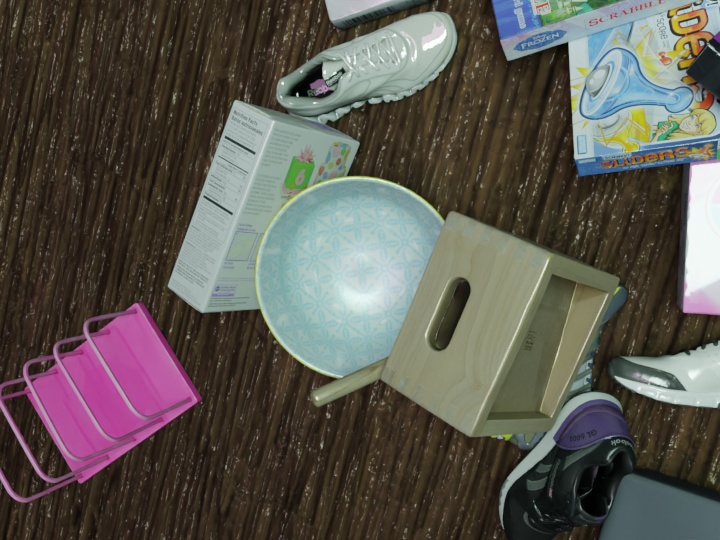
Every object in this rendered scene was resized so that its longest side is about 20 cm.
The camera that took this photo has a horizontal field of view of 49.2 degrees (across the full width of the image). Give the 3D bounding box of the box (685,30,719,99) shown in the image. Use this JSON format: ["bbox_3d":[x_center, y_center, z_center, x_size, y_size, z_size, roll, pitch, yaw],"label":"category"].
[{"bbox_3d":[0.372,-0.168,0.651,0.143,0.200,0.036,43,146,12],"label":"box"}]

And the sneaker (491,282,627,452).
[{"bbox_3d":[0.205,0.098,0.780,0.081,0.074,0.200,32,106,-1],"label":"sneaker"}]

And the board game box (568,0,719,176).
[{"bbox_3d":[0.259,-0.189,0.710,0.135,0.034,0.201,-6,67,20],"label":"board game box"}]

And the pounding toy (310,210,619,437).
[{"bbox_3d":[0.094,0.060,0.690,0.142,0.184,0.200,28,100,37],"label":"pounding toy"}]

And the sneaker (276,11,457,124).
[{"bbox_3d":[0.004,-0.207,0.806,0.200,0.081,0.075,-23,85,15],"label":"sneaker"}]

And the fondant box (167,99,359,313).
[{"bbox_3d":[-0.096,-0.059,0.802,0.058,0.144,0.200,32,107,29],"label":"fondant box"}]

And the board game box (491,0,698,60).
[{"bbox_3d":[0.210,-0.317,0.727,0.199,0.041,0.201,-15,71,17],"label":"board game box"}]

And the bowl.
[{"bbox_3d":[0.000,0.000,0.797,0.200,0.108,0.201,0,101,2],"label":"bowl"}]

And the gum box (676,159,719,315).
[{"bbox_3d":[0.355,-0.049,0.718,0.113,0.066,0.201,3,94,17],"label":"gum box"}]

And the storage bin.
[{"bbox_3d":[0.313,0.270,0.717,0.200,0.145,0.135,13,87,40],"label":"storage bin"}]

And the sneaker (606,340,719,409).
[{"bbox_3d":[0.335,0.091,0.738,0.199,0.074,0.080,5,91,7],"label":"sneaker"}]

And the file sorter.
[{"bbox_3d":[-0.319,0.153,0.902,0.200,0.125,0.139,-35,83,16],"label":"file sorter"}]

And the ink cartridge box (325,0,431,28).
[{"bbox_3d":[0.026,-0.370,0.806,0.162,0.057,0.201,-13,95,17],"label":"ink cartridge box"}]

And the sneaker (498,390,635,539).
[{"bbox_3d":[0.191,0.214,0.746,0.076,0.088,0.200,13,120,-11],"label":"sneaker"}]
